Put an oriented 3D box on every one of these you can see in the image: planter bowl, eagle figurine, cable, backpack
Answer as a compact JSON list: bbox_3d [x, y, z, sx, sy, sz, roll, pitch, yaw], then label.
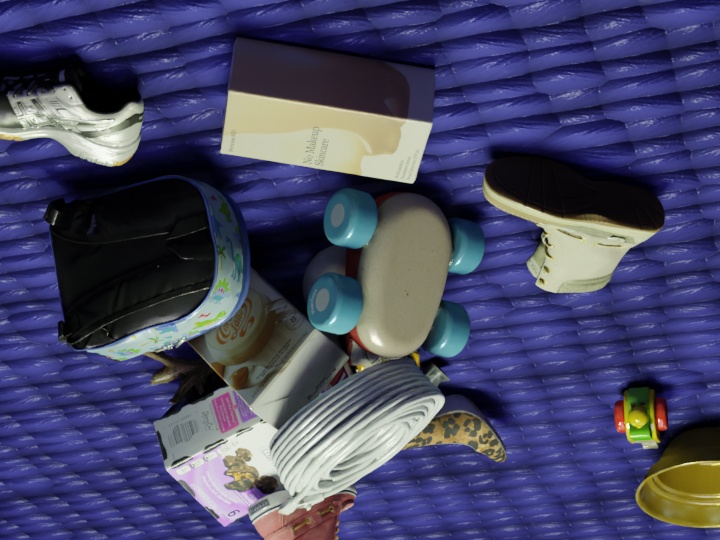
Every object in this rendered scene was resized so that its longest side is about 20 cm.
[{"bbox_3d":[0.469,0.267,2.020,0.199,0.084,0.201,4,146,3],"label":"planter bowl"},{"bbox_3d":[-0.185,0.157,1.891,0.151,0.152,0.200,-37,153,-11],"label":"eagle figurine"},{"bbox_3d":[-0.005,0.173,1.645,0.199,0.069,0.200,-24,158,-28],"label":"cable"},{"bbox_3d":[-0.216,-0.007,1.621,0.199,0.184,0.147,-17,164,23],"label":"backpack"}]

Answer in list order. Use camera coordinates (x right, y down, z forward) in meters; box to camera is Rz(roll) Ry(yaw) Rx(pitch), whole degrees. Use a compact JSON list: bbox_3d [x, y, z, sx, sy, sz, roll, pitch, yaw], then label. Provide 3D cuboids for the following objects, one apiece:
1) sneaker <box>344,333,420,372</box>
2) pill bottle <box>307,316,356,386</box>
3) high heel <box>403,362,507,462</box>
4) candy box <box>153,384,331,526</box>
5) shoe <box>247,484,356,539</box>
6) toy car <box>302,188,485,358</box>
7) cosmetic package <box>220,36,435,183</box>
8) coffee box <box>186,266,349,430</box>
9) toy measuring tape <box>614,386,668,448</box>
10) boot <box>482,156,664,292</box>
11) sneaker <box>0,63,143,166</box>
[{"bbox_3d":[0.027,0.085,1.823,0.081,0.078,0.200,-7,154,10],"label":"sneaker"},{"bbox_3d":[-0.055,0.152,1.887,0.112,0.113,0.200,-5,144,15],"label":"pill bottle"},{"bbox_3d":[0.097,0.224,1.957,0.142,0.071,0.200,-43,121,1],"label":"high heel"},{"bbox_3d":[-0.115,0.197,1.759,0.199,0.072,0.168,-27,142,5],"label":"candy box"},{"bbox_3d":[-0.056,0.310,1.812,0.071,0.091,0.200,-33,163,25],"label":"shoe"},{"bbox_3d":[0.000,0.000,1.657,0.183,0.178,0.199,13,176,-36],"label":"toy car"},{"bbox_3d":[-0.033,-0.155,1.466,0.198,0.072,0.105,8,146,-5],"label":"cosmetic package"},{"bbox_3d":[-0.121,0.073,1.678,0.115,0.200,0.080,-49,139,-2],"label":"coffee box"},{"bbox_3d":[0.370,0.191,1.959,0.073,0.074,0.200,-6,167,15],"label":"toy measuring tape"},{"bbox_3d":[0.204,-0.043,1.608,0.198,0.073,0.155,13,148,-13],"label":"boot"},{"bbox_3d":[-0.310,-0.174,1.489,0.199,0.076,0.088,12,130,-17],"label":"sneaker"}]
